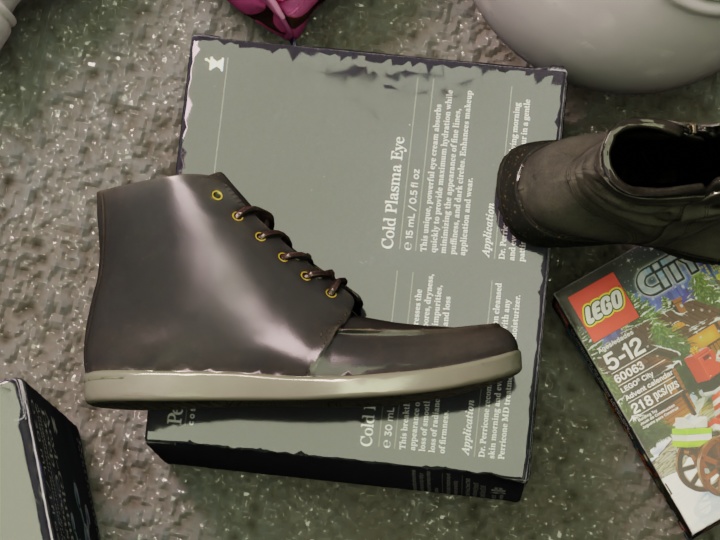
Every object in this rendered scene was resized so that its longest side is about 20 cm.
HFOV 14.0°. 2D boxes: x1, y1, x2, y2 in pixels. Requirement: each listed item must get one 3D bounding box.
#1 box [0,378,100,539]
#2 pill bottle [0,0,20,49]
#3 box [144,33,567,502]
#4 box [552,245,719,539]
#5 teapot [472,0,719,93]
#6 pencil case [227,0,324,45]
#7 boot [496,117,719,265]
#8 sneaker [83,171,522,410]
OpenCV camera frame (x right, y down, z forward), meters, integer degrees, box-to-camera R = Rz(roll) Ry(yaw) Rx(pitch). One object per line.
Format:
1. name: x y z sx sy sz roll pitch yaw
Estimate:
1. box: -0.178 0.143 1.352 0.107 0.200 0.149 -13 81 -1
2. pill bottle: -0.168 -0.205 1.453 0.111 0.111 0.200 29 83 6
3. box: 0.000 0.000 1.417 0.181 0.104 0.201 7 81 2
4. box: 0.213 0.024 1.438 0.200 0.038 0.137 -30 81 -3
5. teapot: 0.151 -0.176 1.390 0.200 0.146 0.198 -43 110 -23
6. pencil case: 0.004 -0.205 1.456 0.091 0.094 0.200 42 85 -16
7. boot: 0.172 -0.040 1.336 0.199 0.131 0.068 -4 87 -27
8. sneaker: -0.027 0.007 1.325 0.199 0.075 0.107 -1 84 3
